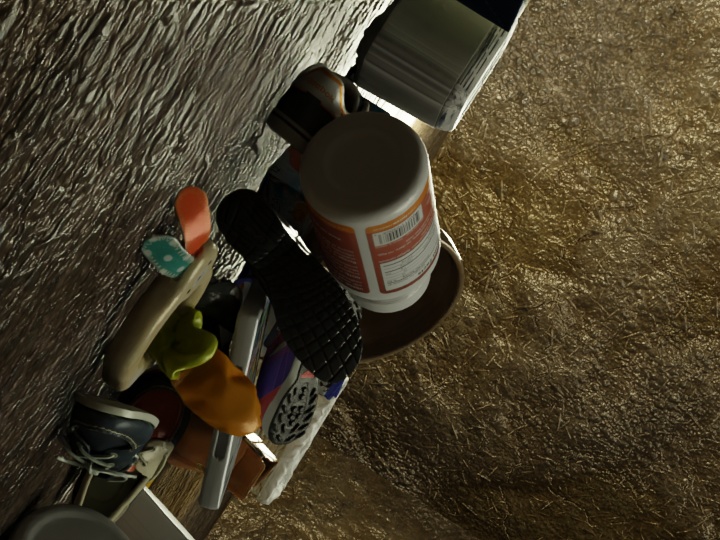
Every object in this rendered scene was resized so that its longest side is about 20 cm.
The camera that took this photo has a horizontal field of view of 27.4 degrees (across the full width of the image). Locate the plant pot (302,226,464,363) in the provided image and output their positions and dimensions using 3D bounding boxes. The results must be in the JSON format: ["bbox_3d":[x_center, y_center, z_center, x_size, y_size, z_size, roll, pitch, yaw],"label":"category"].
[{"bbox_3d":[0.000,0.000,1.531,0.201,0.200,0.093,-61,-143,36],"label":"plant pot"}]

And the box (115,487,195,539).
[{"bbox_3d":[-0.221,0.337,1.569,0.131,0.200,0.199,-42,174,-11],"label":"box"}]

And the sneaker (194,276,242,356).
[{"bbox_3d":[-0.146,0.065,1.365,0.200,0.066,0.091,115,-23,-71],"label":"sneaker"}]

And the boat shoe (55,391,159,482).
[{"bbox_3d":[-0.216,0.142,1.239,0.200,0.075,0.062,142,-30,-75],"label":"boat shoe"}]

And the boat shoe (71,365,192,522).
[{"bbox_3d":[-0.216,0.170,1.381,0.200,0.071,0.063,-52,-165,32],"label":"boat shoe"}]

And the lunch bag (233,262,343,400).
[{"bbox_3d":[-0.051,0.023,1.656,0.201,0.170,0.124,-58,179,9],"label":"lunch bag"}]

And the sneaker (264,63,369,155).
[{"bbox_3d":[-0.029,-0.138,1.364,0.080,0.078,0.200,-53,175,2],"label":"sneaker"}]

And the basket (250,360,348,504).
[{"bbox_3d":[-0.133,0.197,2.081,0.201,0.160,0.198,-58,176,1],"label":"basket"}]

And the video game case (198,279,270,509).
[{"bbox_3d":[-0.114,0.105,1.386,0.200,0.023,0.183,-82,-176,-79],"label":"video game case"}]

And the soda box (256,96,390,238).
[{"bbox_3d":[-0.042,-0.111,1.527,0.069,0.063,0.200,-59,178,40],"label":"soda box"}]

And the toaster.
[{"bbox_3d":[0.078,-0.239,1.567,0.200,0.129,0.114,-57,175,-21],"label":"toaster"}]

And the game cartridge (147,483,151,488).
[{"bbox_3d":[-0.224,0.175,1.735,0.200,0.032,0.177,-59,177,-33],"label":"game cartridge"}]

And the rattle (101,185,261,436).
[{"bbox_3d":[-0.123,0.043,1.190,0.130,0.143,0.200,-26,159,-47],"label":"rattle"}]

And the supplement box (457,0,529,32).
[{"bbox_3d":[0.150,-0.373,1.385,0.200,0.134,0.200,-57,176,-16],"label":"supplement box"}]

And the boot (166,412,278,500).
[{"bbox_3d":[-0.149,0.158,1.571,0.074,0.154,0.200,-59,176,32],"label":"boot"}]

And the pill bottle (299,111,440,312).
[{"bbox_3d":[0.014,-0.044,1.323,0.112,0.112,0.200,-57,159,-21],"label":"pill bottle"}]

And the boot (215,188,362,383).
[{"bbox_3d":[-0.054,0.010,1.366,0.070,0.201,0.132,-30,174,4],"label":"boot"}]

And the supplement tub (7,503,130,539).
[{"bbox_3d":[-0.284,0.316,1.332,0.200,0.122,0.123,-60,176,35],"label":"supplement tub"}]

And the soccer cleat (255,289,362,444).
[{"bbox_3d":[-0.060,0.074,1.469,0.068,0.073,0.201,5,116,-43],"label":"soccer cleat"}]
